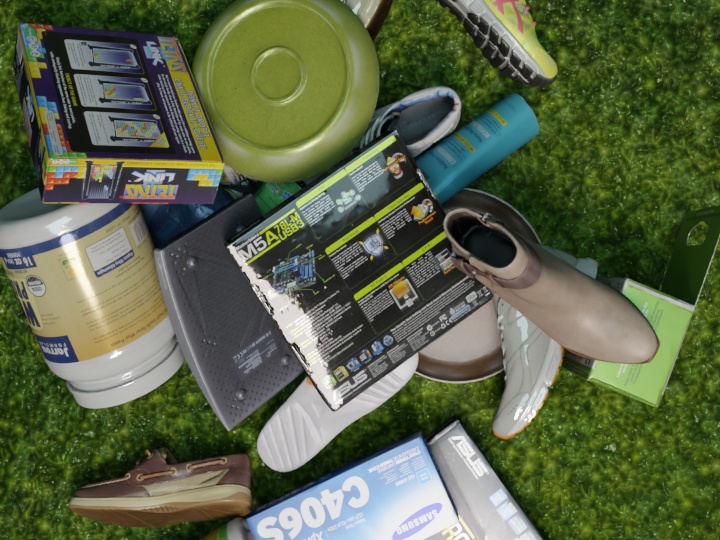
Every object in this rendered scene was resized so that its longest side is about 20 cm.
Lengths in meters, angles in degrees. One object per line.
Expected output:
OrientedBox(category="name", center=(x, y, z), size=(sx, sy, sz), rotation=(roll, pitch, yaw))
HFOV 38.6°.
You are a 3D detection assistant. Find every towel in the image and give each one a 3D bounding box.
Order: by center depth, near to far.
OrientedBox(category="towel", center=(-0.220, -0.084, 1.066), size=(0.200, 0.049, 0.112), rotation=(43, 110, 1))

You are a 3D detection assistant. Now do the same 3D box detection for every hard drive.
OrientedBox(category="hard drive", center=(-0.129, 0.041, 1.027), size=(0.134, 0.042, 0.203), rotation=(-36, 120, -36))

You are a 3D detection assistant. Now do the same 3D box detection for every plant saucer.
OrientedBox(category="plant saucer", center=(-0.080, -0.190, 1.021), size=(0.195, 0.031, 0.205), rotation=(-1, 85, 8))
OrientedBox(category="plant saucer", center=(0.101, 0.015, 1.086), size=(0.196, 0.032, 0.205), rotation=(0, 91, 1))

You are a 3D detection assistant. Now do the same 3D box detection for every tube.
OrientedBox(category="tube", center=(0.093, -0.107, 1.062), size=(0.198, 0.077, 0.051), rotation=(-36, 131, -7))

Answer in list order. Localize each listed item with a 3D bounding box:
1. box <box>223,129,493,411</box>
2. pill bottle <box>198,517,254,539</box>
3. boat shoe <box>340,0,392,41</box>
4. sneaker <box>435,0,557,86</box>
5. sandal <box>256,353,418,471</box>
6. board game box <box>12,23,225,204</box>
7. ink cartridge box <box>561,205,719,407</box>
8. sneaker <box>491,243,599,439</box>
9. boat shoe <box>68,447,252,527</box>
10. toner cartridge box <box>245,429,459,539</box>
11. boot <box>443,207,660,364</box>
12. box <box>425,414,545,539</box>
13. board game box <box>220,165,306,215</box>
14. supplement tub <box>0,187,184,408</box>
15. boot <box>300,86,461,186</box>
OrientedBox(category="box", center=(0.000, 0.000, 0.994), size=(0.198, 0.047, 0.195), rotation=(-35, 100, -5))
OrientedBox(category="pill bottle", center=(-0.181, 0.352, 1.053), size=(0.198, 0.111, 0.112), rotation=(-31, 90, 1))
OrientedBox(category="boat shoe", center=(-0.038, -0.221, 1.070), size=(0.066, 0.074, 0.202), rotation=(30, 86, 9))
OrientedBox(category="sneaker", center=(0.145, -0.281, 1.061), size=(0.090, 0.078, 0.201), rotation=(-40, 92, -6))
OrientedBox(category="sandal", center=(-0.029, 0.125, 1.076), size=(0.206, 0.059, 0.079), rotation=(-41, 96, 14))
OrientedBox(category="board game box", center=(-0.235, -0.150, 0.982), size=(0.162, 0.057, 0.202), rotation=(0, 47, -28))
OrientedBox(category="ink cartridge box", center=(0.281, 0.021, 1.026), size=(0.074, 0.148, 0.204), rotation=(20, 90, 2))
OrientedBox(category="sneaker", center=(0.164, 0.068, 1.042), size=(0.091, 0.076, 0.203), rotation=(24, 83, 8))
OrientedBox(category="boat shoe", center=(-0.208, 0.224, 1.082), size=(0.196, 0.072, 0.073), rotation=(-7, 60, 11))
OrientedBox(category="toner cartridge box", center=(-0.008, 0.249, 1.040), size=(0.197, 0.043, 0.096), rotation=(-26, 88, 2))
OrientedBox(category="boot", center=(0.162, 0.012, 0.923), size=(0.198, 0.146, 0.071), rotation=(28, 86, 37))
OrientedBox(category="box", center=(0.096, 0.282, 1.079), size=(0.160, 0.049, 0.202), rotation=(-36, 88, 1))
OrientedBox(category="board game box", center=(-0.123, -0.087, 1.076), size=(0.105, 0.023, 0.200), rotation=(-43, 90, 19))
OrientedBox(category="supplement tub", center=(-0.262, 0.018, 1.013), size=(0.142, 0.145, 0.203), rotation=(-18, 112, 1))
OrientedBox(category="boot", center=(0.013, -0.134, 1.052), size=(0.198, 0.096, 0.074), rotation=(-30, 90, 2))
